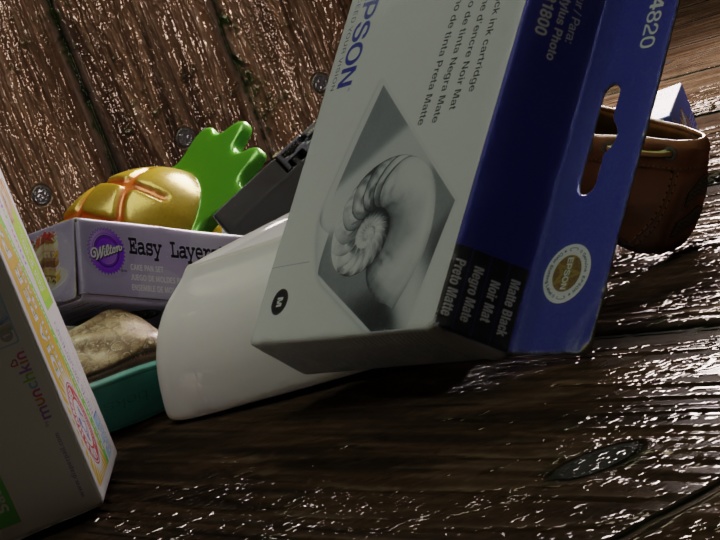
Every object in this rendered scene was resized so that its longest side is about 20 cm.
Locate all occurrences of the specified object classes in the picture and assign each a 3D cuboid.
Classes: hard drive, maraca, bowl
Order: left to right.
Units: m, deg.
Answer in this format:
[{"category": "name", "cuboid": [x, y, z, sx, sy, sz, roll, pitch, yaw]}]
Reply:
[{"category": "maraca", "cuboid": [-0.143, -0.022, 1.550, 0.200, 0.107, 0.137, -43, 35, 8]}, {"category": "hard drive", "cuboid": [-0.020, -0.068, 1.422, 0.140, 0.038, 0.200, -43, -2, 3]}, {"category": "bowl", "cuboid": [0.000, 0.000, 1.159, 0.199, 0.075, 0.200, -18, 8, 37]}]

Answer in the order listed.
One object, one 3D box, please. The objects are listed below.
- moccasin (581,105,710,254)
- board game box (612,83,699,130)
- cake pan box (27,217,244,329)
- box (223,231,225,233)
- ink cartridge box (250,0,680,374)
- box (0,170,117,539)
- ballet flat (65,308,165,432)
[{"category": "moccasin", "cuboid": [0.076, -0.076, 1.097, 0.201, 0.078, 0.074, 27, 31, 31]}, {"category": "board game box", "cuboid": [0.134, -0.060, 1.355, 0.134, 0.045, 0.200, -20, 6, 12]}, {"category": "cake pan box", "cuboid": [-0.153, 0.021, 1.309, 0.184, 0.052, 0.200, 8, -18, -43]}, {"category": "box", "cuboid": [-0.048, -0.027, 1.668, 0.157, 0.050, 0.200, -16, 8, 44]}, {"category": "ink cartridge box", "cuboid": [0.044, -0.055, 0.985, 0.041, 0.200, 0.200, 27, -20, -32]}, {"category": "box", "cuboid": [-0.193, 0.023, 1.001, 0.101, 0.200, 0.113, -22, 8, 0]}, {"category": "ballet flat", "cuboid": [-0.189, 0.071, 1.170, 0.200, 0.071, 0.065, -17, 44, -27]}]
